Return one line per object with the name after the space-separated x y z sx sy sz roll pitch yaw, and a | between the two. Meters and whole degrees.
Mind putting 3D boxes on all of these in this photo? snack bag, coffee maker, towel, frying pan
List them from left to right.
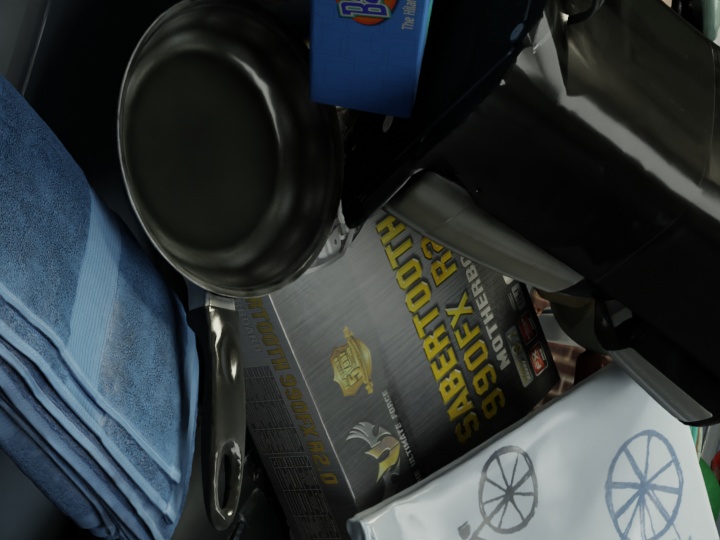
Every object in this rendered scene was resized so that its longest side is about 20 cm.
-0.115 0.002 0.649 0.112 0.048 0.200 -87 153 -42 | towel
-0.043 -0.010 0.706 0.114 0.031 0.192 -18 99 -45 | frying pan
0.090 0.152 0.824 0.199 0.021 0.190 -27 109 -33 | snack bag
0.120 -0.039 0.735 0.199 0.192 0.136 30 67 -19 | coffee maker

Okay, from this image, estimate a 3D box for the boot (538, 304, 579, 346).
0.161 -0.001 1.106 0.200 0.072 0.091 -1 97 -64 | boot

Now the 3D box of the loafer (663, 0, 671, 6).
0.053 -0.155 0.799 0.198 0.072 0.064 16 79 -20 | loafer

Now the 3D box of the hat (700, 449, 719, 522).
0.212 0.158 1.135 0.165 0.175 0.202 -28 126 -48 | hat

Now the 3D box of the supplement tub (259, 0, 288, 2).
-0.055 -0.202 0.652 0.107 0.106 0.202 -5 106 -55 | supplement tub

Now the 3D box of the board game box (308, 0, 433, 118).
0.015 -0.169 0.647 0.200 0.044 0.154 96 4 -67 | board game box

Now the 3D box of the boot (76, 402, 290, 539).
-0.105 0.121 0.741 0.163 0.073 0.199 -57 142 -31 | boot

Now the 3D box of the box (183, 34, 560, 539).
0.000 0.000 0.810 0.158 0.048 0.202 -37 111 -45 | box

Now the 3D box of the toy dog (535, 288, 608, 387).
0.112 0.007 0.933 0.200 0.131 0.097 -47 160 -78 | toy dog

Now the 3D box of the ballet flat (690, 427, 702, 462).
0.113 0.143 0.906 0.071 0.069 0.201 82 29 -69 | ballet flat

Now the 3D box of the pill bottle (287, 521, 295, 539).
0.023 0.184 0.920 0.200 0.112 0.114 37 72 -56 | pill bottle

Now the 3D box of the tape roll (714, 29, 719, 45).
0.210 -0.193 1.093 0.200 0.066 0.202 -27 124 -49 | tape roll

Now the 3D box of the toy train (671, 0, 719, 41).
0.140 -0.137 0.903 0.114 0.084 0.202 -63 151 -76 | toy train
